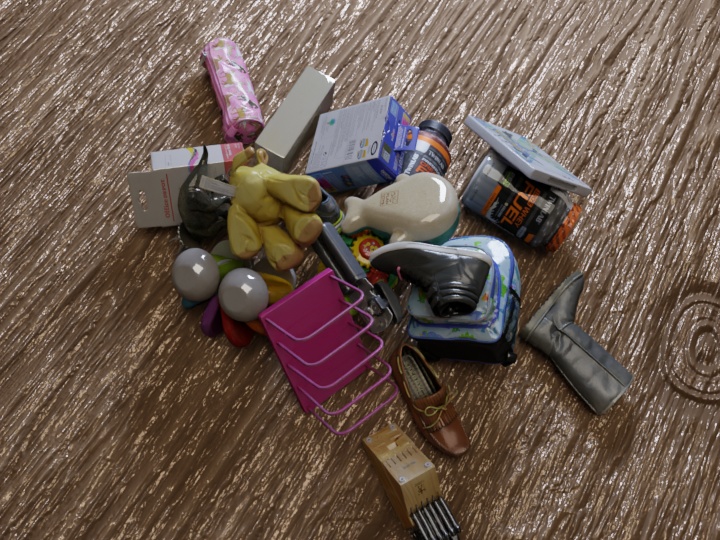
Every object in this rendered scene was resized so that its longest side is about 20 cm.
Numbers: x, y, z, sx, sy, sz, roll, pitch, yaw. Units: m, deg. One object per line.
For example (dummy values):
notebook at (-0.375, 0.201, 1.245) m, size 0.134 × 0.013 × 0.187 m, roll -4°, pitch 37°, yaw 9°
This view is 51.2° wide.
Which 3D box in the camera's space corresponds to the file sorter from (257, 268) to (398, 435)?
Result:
file sorter at (-0.040, 0.130, 1.164) m, size 0.138 × 0.202 × 0.125 m, roll -33°, pitch 32°, yaw -20°

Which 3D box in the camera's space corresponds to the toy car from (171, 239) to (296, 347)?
toy car at (-0.210, 0.044, 1.228) m, size 0.198 × 0.175 × 0.152 m, roll 21°, pitch 106°, yaw 15°

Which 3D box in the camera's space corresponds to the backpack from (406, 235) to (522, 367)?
backpack at (0.178, 0.037, 1.260) m, size 0.181 × 0.147 × 0.202 m, roll 1°, pitch 57°, yaw 27°

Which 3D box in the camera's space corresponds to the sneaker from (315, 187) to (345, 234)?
sneaker at (-0.105, -0.134, 1.328) m, size 0.199 × 0.081 × 0.074 m, roll 27°, pitch 62°, yaw 31°

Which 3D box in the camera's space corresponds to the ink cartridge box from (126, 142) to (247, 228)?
ink cartridge box at (-0.295, -0.146, 1.298) m, size 0.197 × 0.118 × 0.068 m, roll -8°, pitch 38°, yaw -13°

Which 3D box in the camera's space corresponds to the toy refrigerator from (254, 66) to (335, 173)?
toy refrigerator at (-0.125, -0.280, 1.410) m, size 0.069 × 0.076 × 0.201 m, roll 27°, pitch 66°, yaw 4°

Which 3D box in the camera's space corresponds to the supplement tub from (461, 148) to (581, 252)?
supplement tub at (0.296, -0.126, 1.383) m, size 0.199 × 0.123 × 0.123 m, roll 32°, pitch 66°, yaw 6°

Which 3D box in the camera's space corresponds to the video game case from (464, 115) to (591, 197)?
video game case at (0.307, -0.210, 1.381) m, size 0.181 × 0.022 × 0.200 m, roll 9°, pitch 30°, yaw -41°

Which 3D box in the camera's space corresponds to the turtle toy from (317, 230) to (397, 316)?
turtle toy at (0.000, 0.000, 1.295) m, size 0.144 × 0.101 × 0.201 m, roll 28°, pitch 66°, yaw 4°

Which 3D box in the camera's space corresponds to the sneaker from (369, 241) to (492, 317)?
sneaker at (0.100, 0.017, 1.168) m, size 0.197 × 0.071 × 0.100 m, roll 5°, pitch 64°, yaw 19°

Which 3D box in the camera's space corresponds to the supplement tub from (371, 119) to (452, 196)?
supplement tub at (0.101, -0.182, 1.386) m, size 0.106 × 0.107 × 0.202 m, roll 25°, pitch 66°, yaw 3°

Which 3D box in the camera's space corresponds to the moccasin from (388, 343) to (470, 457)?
moccasin at (0.118, 0.211, 1.236) m, size 0.073 × 0.078 × 0.203 m, roll -20°, pitch 71°, yaw -16°

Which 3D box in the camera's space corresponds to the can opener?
can opener at (-0.005, 0.010, 1.217) m, size 0.066 × 0.053 × 0.201 m, roll -16°, pitch 67°, yaw -49°

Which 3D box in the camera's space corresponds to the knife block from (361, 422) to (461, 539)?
knife block at (0.084, 0.363, 1.185) m, size 0.063 × 0.178 × 0.200 m, roll -22°, pitch 27°, yaw -18°

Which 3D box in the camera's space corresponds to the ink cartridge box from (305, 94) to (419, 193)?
ink cartridge box at (0.008, -0.226, 1.346) m, size 0.198 × 0.076 × 0.138 m, roll -8°, pitch 60°, yaw 38°

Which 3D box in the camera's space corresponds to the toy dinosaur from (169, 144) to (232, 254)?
toy dinosaur at (-0.262, -0.105, 1.247) m, size 0.101 × 0.202 × 0.077 m, roll -15°, pitch 44°, yaw -25°

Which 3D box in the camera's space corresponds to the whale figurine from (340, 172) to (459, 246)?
whale figurine at (0.069, -0.088, 1.259) m, size 0.197 × 0.104 × 0.161 m, roll -6°, pitch 53°, yaw 15°

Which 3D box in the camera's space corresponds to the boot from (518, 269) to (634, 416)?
boot at (0.400, 0.124, 1.321) m, size 0.199 × 0.073 × 0.182 m, roll 39°, pitch 81°, yaw 16°

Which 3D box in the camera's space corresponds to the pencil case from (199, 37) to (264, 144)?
pencil case at (-0.242, -0.334, 1.412) m, size 0.085 × 0.083 × 0.202 m, roll -16°, pitch 71°, yaw -15°

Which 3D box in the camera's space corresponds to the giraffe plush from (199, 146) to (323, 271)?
giraffe plush at (-0.152, -0.113, 1.221) m, size 0.199 × 0.162 × 0.173 m, roll 34°, pitch 104°, yaw -7°
